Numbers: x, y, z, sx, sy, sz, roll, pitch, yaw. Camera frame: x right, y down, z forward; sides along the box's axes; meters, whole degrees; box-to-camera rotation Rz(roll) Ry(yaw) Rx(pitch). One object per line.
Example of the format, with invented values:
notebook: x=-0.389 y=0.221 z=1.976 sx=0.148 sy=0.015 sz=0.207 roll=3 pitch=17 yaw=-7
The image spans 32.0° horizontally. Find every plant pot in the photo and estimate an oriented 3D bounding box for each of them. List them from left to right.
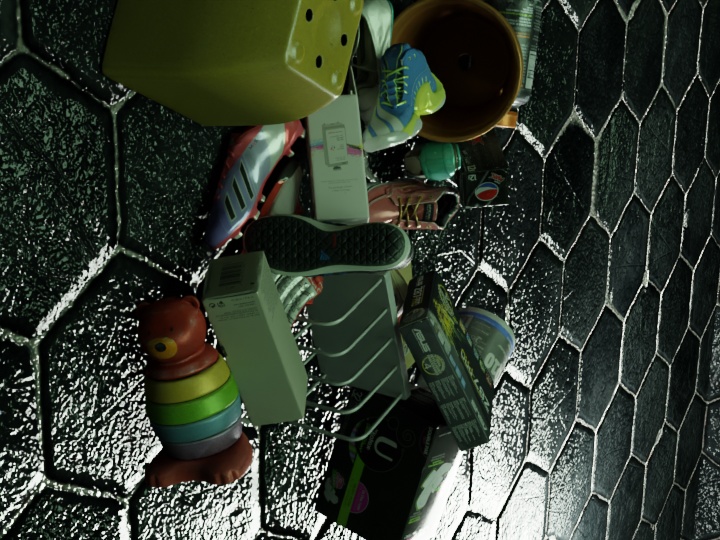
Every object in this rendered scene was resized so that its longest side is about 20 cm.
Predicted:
plant pot: x=-0.115 y=-0.259 z=1.314 sx=0.194 sy=0.200 sz=0.196 roll=22 pitch=81 yaw=-59
plant pot: x=0.135 y=-0.287 z=1.755 sx=0.140 sy=0.200 sz=0.201 roll=-43 pitch=137 yaw=-70

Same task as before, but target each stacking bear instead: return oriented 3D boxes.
stacking bear: x=-0.194 y=0.126 z=1.399 sx=0.114 sy=0.121 sz=0.200 roll=-55 pitch=137 yaw=-64

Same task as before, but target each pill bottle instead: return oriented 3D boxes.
pill bottle: x=0.158 y=0.166 z=1.992 sx=0.200 sy=0.114 sz=0.114 roll=-58 pitch=144 yaw=-31
pill bottle: x=0.218 y=-0.323 z=1.945 sx=0.106 sy=0.106 sz=0.200 roll=-4 pitch=103 yaw=-59

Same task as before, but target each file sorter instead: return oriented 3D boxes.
file sorter: x=-0.037 y=0.103 z=1.622 sx=0.125 sy=0.139 sz=0.200 roll=-45 pitch=135 yaw=-42

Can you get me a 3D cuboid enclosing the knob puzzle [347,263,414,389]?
knob puzzle: x=0.017 y=0.096 z=1.814 sx=0.220 sy=0.030 sz=0.220 roll=-28 pitch=123 yaw=-54

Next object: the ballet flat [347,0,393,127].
ballet flat: x=0.010 y=-0.263 z=1.669 sx=0.069 sy=0.069 sz=0.200 roll=-24 pitch=115 yaw=-55

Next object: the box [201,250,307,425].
box: x=-0.119 y=0.080 z=1.447 sx=0.082 sy=0.068 sz=0.200 roll=-87 pitch=165 yaw=-54

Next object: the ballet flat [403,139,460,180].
ballet flat: x=0.098 y=-0.162 z=1.816 sx=0.200 sy=0.070 sz=0.068 roll=-126 pitch=-150 yaw=-85

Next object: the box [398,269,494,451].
box: x=0.118 y=0.119 z=1.694 sx=0.200 sy=0.049 sz=0.161 roll=63 pitch=19 yaw=-17

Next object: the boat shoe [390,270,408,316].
boat shoe: x=0.000 y=0.000 z=1.697 sx=0.072 sy=0.072 sz=0.200 roll=-54 pitch=131 yaw=-29

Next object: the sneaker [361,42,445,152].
sneaker: x=0.040 y=-0.225 z=1.597 sx=0.105 sy=0.076 sz=0.200 roll=66 pitch=30 yaw=-17

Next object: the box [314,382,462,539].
box: x=0.048 y=0.272 z=1.776 sx=0.124 sy=0.148 sz=0.200 roll=-4 pitch=114 yaw=-59

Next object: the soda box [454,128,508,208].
soda box: x=0.167 y=-0.172 z=1.840 sx=0.200 sy=0.071 sz=0.063 roll=-98 pitch=-177 yaw=-53

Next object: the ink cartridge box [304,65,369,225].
ink cartridge box: x=-0.032 y=-0.139 z=1.545 sx=0.117 sy=0.067 sz=0.200 roll=98 pitch=-12 yaw=-73

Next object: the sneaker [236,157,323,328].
sneaker: x=-0.086 y=-0.027 z=1.515 sx=0.202 sy=0.108 sz=0.067 roll=-66 pitch=-170 yaw=-13

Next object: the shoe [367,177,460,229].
shoe: x=0.061 y=-0.089 z=1.769 sx=0.200 sy=0.091 sz=0.072 roll=-23 pitch=119 yaw=-55

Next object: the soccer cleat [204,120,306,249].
soccer cleat: x=-0.139 y=-0.116 z=1.470 sx=0.076 sy=0.067 sz=0.200 roll=39 pitch=68 yaw=-22

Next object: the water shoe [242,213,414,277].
water shoe: x=-0.037 y=-0.020 z=1.456 sx=0.079 sy=0.200 sz=0.072 roll=38 pitch=59 yaw=-72
